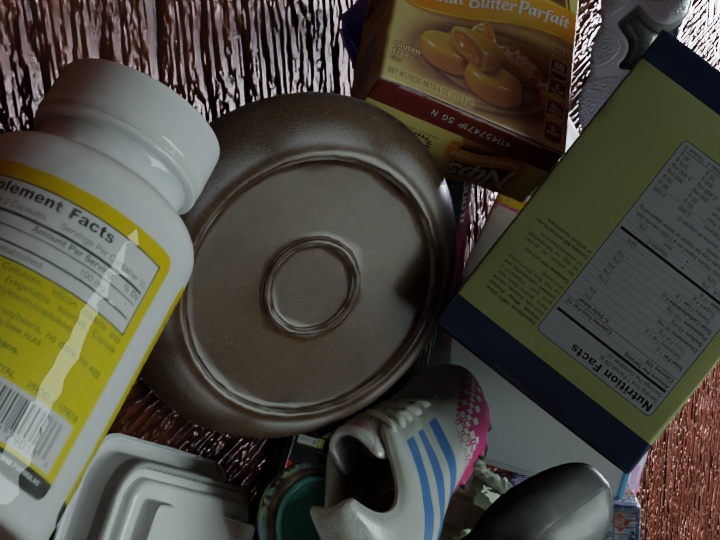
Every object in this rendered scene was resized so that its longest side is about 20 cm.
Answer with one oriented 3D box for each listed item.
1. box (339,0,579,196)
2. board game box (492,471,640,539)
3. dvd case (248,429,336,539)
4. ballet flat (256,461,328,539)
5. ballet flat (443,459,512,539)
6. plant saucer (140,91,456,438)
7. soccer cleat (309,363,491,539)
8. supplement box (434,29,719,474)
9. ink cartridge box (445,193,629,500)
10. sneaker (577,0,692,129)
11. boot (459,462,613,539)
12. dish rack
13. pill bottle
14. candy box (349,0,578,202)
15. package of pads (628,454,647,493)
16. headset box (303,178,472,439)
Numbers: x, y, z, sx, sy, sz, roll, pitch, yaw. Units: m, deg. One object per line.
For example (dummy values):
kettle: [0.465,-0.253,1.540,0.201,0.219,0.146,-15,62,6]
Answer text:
box: [0.067,-0.111,1.041,0.200,0.041,0.119,8,51,-56]
board game box: [0.102,0.186,1.231,0.200,0.199,0.062,-16,107,-85]
dvd case: [-0.023,0.195,1.087,0.146,0.022,0.200,21,82,-44]
ballet flat: [-0.024,0.164,1.010,0.074,0.074,0.200,-64,144,-22]
ballet flat: [0.075,0.157,1.074,0.200,0.072,0.072,27,75,-24]
plant saucer: [-0.031,0.005,0.888,0.200,0.032,0.201,-9,113,-22]
soccer cleat: [0.024,0.101,0.956,0.086,0.070,0.200,55,29,-22]
supplement box: [0.164,-0.009,0.963,0.200,0.134,0.200,-52,173,5]
ink cartridge box: [0.148,0.034,1.190,0.200,0.146,0.147,-60,163,-57]
sneaker: [0.251,-0.201,1.435,0.114,0.075,0.200,3,105,-64]
boot: [0.092,0.177,0.970,0.200,0.070,0.132,-35,178,-20]
dish rack: [-0.123,0.199,0.917,0.172,0.043,0.200,32,75,-64]
pill bottle: [-0.139,0.011,0.710,0.200,0.111,0.111,-63,151,-24]
candy box: [0.065,-0.147,0.966,0.055,0.115,0.200,129,-22,-50]
package of pads: [0.201,0.084,1.419,0.076,0.120,0.200,22,83,-69]
headset box: [0.000,0.000,1.025,0.200,0.075,0.149,-25,125,-58]
